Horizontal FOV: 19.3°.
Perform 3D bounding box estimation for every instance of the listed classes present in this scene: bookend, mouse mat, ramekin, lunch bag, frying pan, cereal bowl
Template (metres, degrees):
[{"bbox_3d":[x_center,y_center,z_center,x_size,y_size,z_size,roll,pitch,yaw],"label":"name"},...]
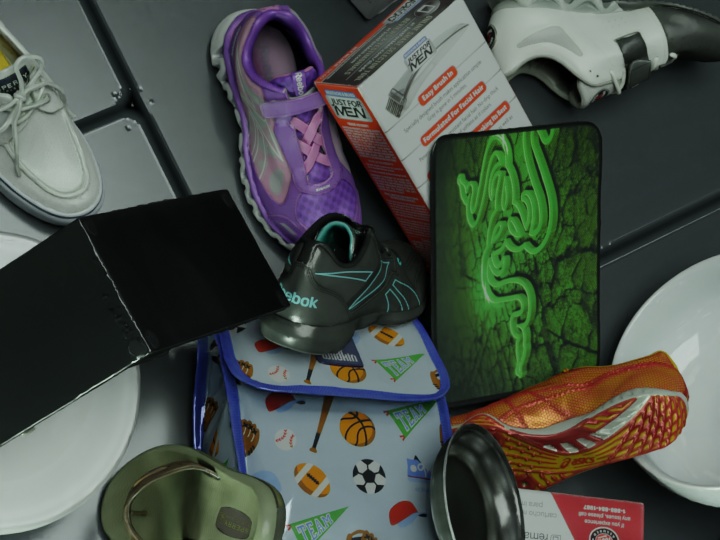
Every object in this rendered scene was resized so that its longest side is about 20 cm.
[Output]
[{"bbox_3d":[-0.181,0.042,1.345,0.200,0.199,0.092,-31,85,22],"label":"bookend"},{"bbox_3d":[0.115,-0.005,1.550,0.161,0.008,0.201,-8,102,-34],"label":"mouse mat"},{"bbox_3d":[-0.253,0.081,1.425,0.202,0.094,0.203,4,75,-17],"label":"ramekin"},{"bbox_3d":[-0.026,0.121,1.473,0.170,0.124,0.201,4,66,-22],"label":"lunch bag"},{"bbox_3d":[0.096,0.185,1.440,0.190,0.031,0.115,54,34,-36],"label":"frying pan"},{"bbox_3d":[0.287,0.089,1.563,0.083,0.200,0.200,48,60,-45],"label":"cereal bowl"}]

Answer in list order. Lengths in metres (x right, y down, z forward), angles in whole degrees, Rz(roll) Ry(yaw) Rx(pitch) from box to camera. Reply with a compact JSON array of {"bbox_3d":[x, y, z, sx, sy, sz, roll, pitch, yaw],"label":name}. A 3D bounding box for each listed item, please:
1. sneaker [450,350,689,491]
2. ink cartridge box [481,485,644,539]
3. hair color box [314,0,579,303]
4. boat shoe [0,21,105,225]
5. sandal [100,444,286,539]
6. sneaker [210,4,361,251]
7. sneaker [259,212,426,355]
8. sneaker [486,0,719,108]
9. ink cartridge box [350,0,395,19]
[{"bbox_3d":[0.140,0.111,1.541,0.199,0.077,0.073,-12,119,7],"label":"sneaker"},{"bbox_3d":[0.119,0.261,1.500,0.144,0.084,0.201,8,75,-16],"label":"ink cartridge box"},{"bbox_3d":[0.065,-0.089,1.544,0.111,0.064,0.200,-43,119,-22],"label":"hair color box"},{"bbox_3d":[-0.244,-0.125,1.486,0.075,0.086,0.202,-33,87,-22],"label":"boat shoe"},{"bbox_3d":[-0.120,0.155,1.393,0.057,0.201,0.080,9,84,-34],"label":"sandal"},{"bbox_3d":[-0.049,-0.107,1.542,0.080,0.088,0.201,-17,83,-22],"label":"sneaker"},{"bbox_3d":[0.000,0.000,1.482,0.075,0.200,0.080,18,109,19],"label":"sneaker"},{"bbox_3d":[0.194,-0.164,1.644,0.199,0.074,0.089,5,74,-6],"label":"sneaker"},{"bbox_3d":[0.055,-0.290,1.563,0.145,0.200,0.084,-40,87,-22],"label":"ink cartridge box"}]
